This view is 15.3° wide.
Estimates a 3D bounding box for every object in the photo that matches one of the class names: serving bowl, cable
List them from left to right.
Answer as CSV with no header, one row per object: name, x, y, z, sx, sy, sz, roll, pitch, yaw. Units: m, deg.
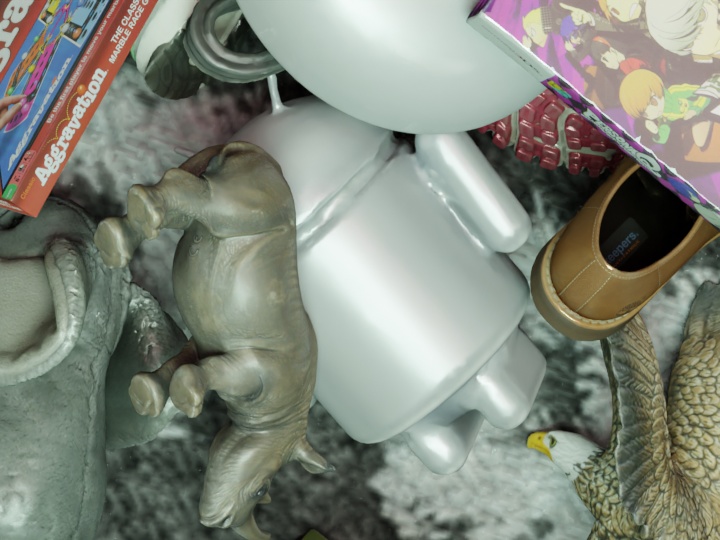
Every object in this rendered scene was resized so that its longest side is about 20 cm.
cable,0.011,-0.132,1.249,0.200,0.050,0.097,-37,95,-16
serving bowl,0.036,-0.165,1.193,0.199,0.066,0.202,4,81,-24

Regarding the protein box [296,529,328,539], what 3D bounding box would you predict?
protein box,-0.003,0.248,1.221,0.135,0.198,0.201,-36,98,-7

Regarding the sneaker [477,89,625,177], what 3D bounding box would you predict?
sneaker,0.133,-0.085,1.308,0.199,0.081,0.075,21,59,-11

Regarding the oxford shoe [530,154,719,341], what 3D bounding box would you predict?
oxford shoe,0.157,-0.052,1.220,0.071,0.071,0.200,38,63,0

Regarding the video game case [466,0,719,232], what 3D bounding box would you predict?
video game case,0.175,-0.129,1.157,0.181,0.036,0.200,39,85,-7

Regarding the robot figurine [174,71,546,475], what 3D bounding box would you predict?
robot figurine,0.000,0.000,1.259,0.169,0.113,0.200,-38,99,22

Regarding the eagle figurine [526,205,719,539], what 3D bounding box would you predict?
eagle figurine,0.140,0.085,1.284,0.150,0.152,0.201,22,92,10

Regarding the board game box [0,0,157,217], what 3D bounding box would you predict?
board game box,-0.132,-0.122,1.228,0.019,0.103,0.201,36,76,-37

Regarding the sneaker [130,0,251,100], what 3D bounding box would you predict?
sneaker,-0.067,-0.184,1.258,0.088,0.077,0.201,35,92,19

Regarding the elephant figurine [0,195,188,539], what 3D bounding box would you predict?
elephant figurine,-0.147,0.031,1.217,0.155,0.142,0.201,30,90,-4

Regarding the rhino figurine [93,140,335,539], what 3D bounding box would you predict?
rhino figurine,-0.056,0.036,1.185,0.087,0.060,0.201,-29,122,-34
